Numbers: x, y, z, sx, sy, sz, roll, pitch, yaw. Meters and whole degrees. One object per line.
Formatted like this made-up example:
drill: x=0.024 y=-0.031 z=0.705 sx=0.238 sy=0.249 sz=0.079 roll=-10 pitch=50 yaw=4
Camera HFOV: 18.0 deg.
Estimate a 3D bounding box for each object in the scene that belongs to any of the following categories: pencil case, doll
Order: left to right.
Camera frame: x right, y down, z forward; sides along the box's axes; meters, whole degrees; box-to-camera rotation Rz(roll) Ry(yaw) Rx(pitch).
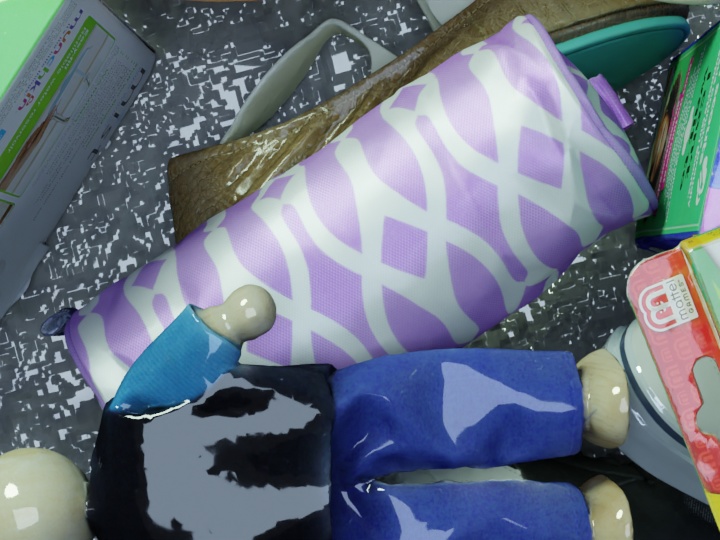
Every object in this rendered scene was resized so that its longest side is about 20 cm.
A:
doll: x=-0.019 y=0.071 z=0.688 sx=0.198 sy=0.048 sz=0.138 roll=-3 pitch=97 yaw=-7
pencil case: x=0.000 y=0.000 z=0.737 sx=0.199 sy=0.085 sz=0.084 roll=-32 pitch=79 yaw=8

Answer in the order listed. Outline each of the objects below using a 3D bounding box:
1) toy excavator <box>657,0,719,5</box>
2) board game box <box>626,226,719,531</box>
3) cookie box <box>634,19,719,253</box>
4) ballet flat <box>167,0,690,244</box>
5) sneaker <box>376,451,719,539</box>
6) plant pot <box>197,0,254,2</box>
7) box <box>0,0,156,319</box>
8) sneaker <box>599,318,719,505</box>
toy excavator: x=0.184 y=-0.124 z=0.734 sx=0.198 sy=0.195 sz=0.101 roll=6 pitch=117 yaw=14
board game box: x=0.178 y=0.007 z=0.606 sx=0.199 sy=0.030 sz=0.096 roll=-22 pitch=92 yaw=6
cookie box: x=0.182 y=-0.028 z=0.716 sx=0.170 sy=0.200 sz=0.076 roll=10 pitch=90 yaw=2
ballet flat: x=0.016 y=-0.064 z=0.798 sx=0.199 sy=0.068 sz=0.073 roll=-32 pitch=69 yaw=5
sneaker: x=0.071 y=0.077 z=0.792 sx=0.200 sy=0.073 sz=0.112 roll=42 pitch=65 yaw=17
plant pot: x=-0.045 y=-0.206 z=0.717 sx=0.198 sy=0.140 sz=0.201 roll=2 pitch=60 yaw=-3
box: x=-0.164 y=-0.022 z=0.739 sx=0.096 sy=0.176 sz=0.201 roll=33 pitch=91 yaw=3
sneaker: x=0.170 y=0.062 z=0.745 sx=0.199 sy=0.073 sz=0.071 roll=24 pitch=135 yaw=-25
